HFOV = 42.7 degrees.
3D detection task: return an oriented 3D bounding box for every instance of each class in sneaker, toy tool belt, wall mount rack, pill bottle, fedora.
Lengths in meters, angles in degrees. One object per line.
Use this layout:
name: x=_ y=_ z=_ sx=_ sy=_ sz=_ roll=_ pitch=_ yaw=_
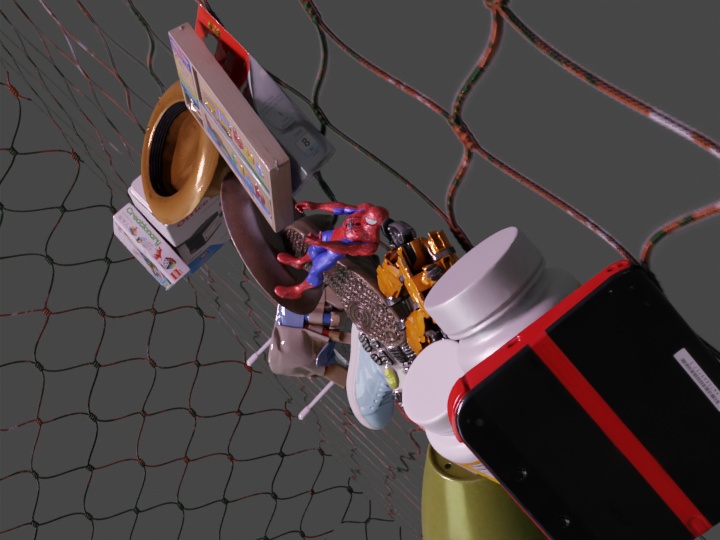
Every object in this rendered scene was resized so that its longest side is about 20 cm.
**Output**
sneaker: x=0.054 y=0.090 z=1.148 sx=0.077 sy=0.085 sz=0.201 roll=-11 pitch=114 yaw=24
sneaker: x=0.031 y=0.141 z=1.236 sx=0.082 sy=0.074 sz=0.201 roll=30 pitch=134 yaw=45
toy tool belt: x=-0.054 y=0.059 z=1.293 sx=0.122 sy=0.201 sz=0.125 roll=11 pitch=-175 yaw=-2
sneaker: x=0.000 y=0.000 z=1.066 sx=0.200 sy=0.075 sz=0.071 roll=44 pitch=138 yaw=18
wall mount rack: x=-0.062 y=0.123 z=1.384 sx=0.200 sy=0.174 sz=0.075 roll=42 pitch=134 yaw=19
pill bottle: x=0.147 y=0.072 z=0.716 sx=0.200 sy=0.114 sz=0.114 roll=48 pitch=166 yaw=-9
pill bottle: x=0.134 y=0.136 z=0.832 sx=0.200 sy=0.110 sz=0.109 roll=31 pitch=176 yaw=-32
fedora: x=-0.207 y=-0.148 z=1.173 sx=0.082 sy=0.201 sz=0.200 roll=5 pitch=-164 yaw=-38

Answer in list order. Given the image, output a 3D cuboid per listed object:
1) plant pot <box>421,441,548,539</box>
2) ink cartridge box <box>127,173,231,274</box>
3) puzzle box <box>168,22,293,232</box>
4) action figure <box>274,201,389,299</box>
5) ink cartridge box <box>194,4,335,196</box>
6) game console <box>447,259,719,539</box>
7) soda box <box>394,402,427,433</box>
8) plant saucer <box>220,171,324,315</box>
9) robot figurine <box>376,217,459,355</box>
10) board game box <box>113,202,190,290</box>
plant pot: x=0.141 y=0.253 z=0.992 sx=0.187 sy=0.187 sz=0.201 roll=31 pitch=149 yaw=48
ink cartridge box: x=-0.236 y=-0.098 z=1.330 sx=0.084 sy=0.145 sz=0.200 roll=43 pitch=166 yaw=13
puzzle box: x=-0.134 y=-0.148 z=0.969 sx=0.200 sy=0.025 sz=0.133 roll=54 pitch=163 yaw=20
action figure: x=-0.051 y=-0.030 z=0.964 sx=0.099 sy=0.066 sz=0.200 roll=16 pitch=152 yaw=-32
ink cartridge box: x=-0.122 y=-0.171 z=0.989 sx=0.200 sy=0.047 sz=0.160 roll=47 pitch=166 yaw=-5
game console: x=0.179 y=0.116 z=0.654 sx=0.200 sy=0.177 sz=0.031 roll=48 pitch=-168 yaw=-9
soda box: x=0.119 y=0.196 z=1.262 sx=0.070 sy=0.063 sz=0.200 roll=55 pitch=165 yaw=-29
plant saucer: x=-0.098 y=-0.041 z=1.138 sx=0.200 sy=0.032 sz=0.201 roll=50 pitch=-157 yaw=-31
robot figurine: x=0.063 y=0.020 z=0.908 sx=0.145 sy=0.058 sz=0.200 roll=62 pitch=169 yaw=9
board game box: x=-0.313 y=-0.031 z=1.367 sx=0.126 sy=0.035 sz=0.200 roll=49 pitch=166 yaw=-7
